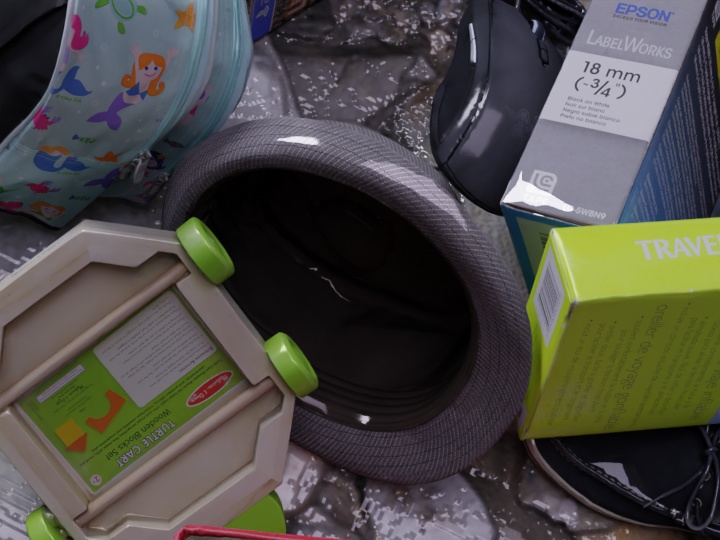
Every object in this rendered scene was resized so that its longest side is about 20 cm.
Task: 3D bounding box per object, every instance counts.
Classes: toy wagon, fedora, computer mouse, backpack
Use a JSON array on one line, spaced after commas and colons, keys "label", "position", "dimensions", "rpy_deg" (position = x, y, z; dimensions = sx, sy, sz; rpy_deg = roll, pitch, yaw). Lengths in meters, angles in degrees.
[{"label": "toy wagon", "position": [-0.096, 0.076, 0.760], "dimensions": [0.155, 0.040, 0.200], "rpy_deg": [-35, 106, 4]}, {"label": "fedora", "position": [0.000, 0.000, 0.791], "dimensions": [0.199, 0.177, 0.090], "rpy_deg": [31, 37, 4]}, {"label": "computer mouse", "position": [0.065, -0.129, 0.841], "dimensions": [0.140, 0.046, 0.201], "rpy_deg": [40, 42, -16]}, {"label": "backpack", "position": [-0.139, -0.127, 0.782], "dimensions": [0.150, 0.200, 0.179], "rpy_deg": [2, 64, -30]}]

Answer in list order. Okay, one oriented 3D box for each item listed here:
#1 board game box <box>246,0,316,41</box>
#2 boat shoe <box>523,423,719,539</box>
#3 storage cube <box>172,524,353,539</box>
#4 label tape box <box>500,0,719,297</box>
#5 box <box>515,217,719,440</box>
[{"label": "board game box", "position": [-0.033, -0.254, 0.905], "dimensions": [0.199, 0.097, 0.160], "rpy_deg": [-35, 77, -20]}, {"label": "boat shoe", "position": [0.178, 0.103, 0.810], "dimensions": [0.199, 0.062, 0.075], "rpy_deg": [24, 68, 3]}, {"label": "storage cube", "position": [-0.004, 0.219, 0.668], "dimensions": [0.198, 0.180, 0.172], "rpy_deg": [8, 66, -7]}, {"label": "label tape box", "position": [0.147, -0.068, 0.827], "dimensions": [0.063, 0.144, 0.201], "rpy_deg": [14, 63, 25]}, {"label": "box", "position": [0.177, 0.025, 0.752], "dimensions": [0.198, 0.122, 0.048], "rpy_deg": [-4, 54, -11]}]
